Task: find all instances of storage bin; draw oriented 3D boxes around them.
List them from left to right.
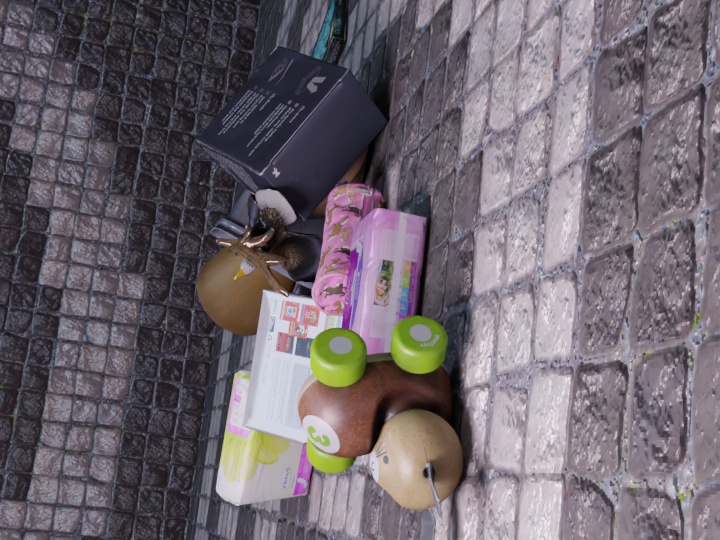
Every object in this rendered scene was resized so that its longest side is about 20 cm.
[{"bbox_3d":[-0.125,-0.077,1.721,0.135,0.199,0.145,-64,10,-9],"label":"storage bin"}]

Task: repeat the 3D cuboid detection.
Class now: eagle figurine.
[{"bbox_3d":[-0.129,-0.039,1.530,0.200,0.149,0.153,-25,-78,-70],"label":"eagle figurine"}]

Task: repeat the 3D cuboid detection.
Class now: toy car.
[{"bbox_3d":[0.033,0.175,1.002,0.201,0.156,0.165,-111,19,-44],"label":"toy car"}]

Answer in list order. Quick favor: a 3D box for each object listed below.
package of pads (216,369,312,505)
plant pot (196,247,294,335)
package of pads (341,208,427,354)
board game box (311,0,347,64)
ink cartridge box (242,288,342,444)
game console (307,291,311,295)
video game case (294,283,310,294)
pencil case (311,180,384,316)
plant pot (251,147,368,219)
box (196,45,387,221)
[{"bbox_3d":[-0.136,0.252,1.618,0.068,0.154,0.202,14,97,42],"label":"package of pads"},{"bbox_3d":[-0.200,0.000,2.082,0.200,0.185,0.188,-46,35,46],"label":"plant pot"},{"bbox_3d":[0.024,0.036,1.258,0.120,0.075,0.202,147,131,-71],"label":"package of pads"},{"bbox_3d":[-0.065,-0.437,2.078,0.200,0.028,0.136,118,158,-54],"label":"board game box"},{"bbox_3d":[-0.067,0.139,1.492,0.174,0.083,0.202,9,89,42],"label":"ink cartridge box"},{"bbox_3d":[-0.113,0.132,1.796,0.200,0.031,0.178,-40,31,53],"label":"game console"},{"bbox_3d":[-0.123,0.149,1.922,0.182,0.025,0.201,-96,20,-49],"label":"video game case"},{"bbox_3d":[-0.015,-0.030,1.405,0.201,0.082,0.087,-81,-17,-45],"label":"pencil case"},{"bbox_3d":[-0.064,-0.148,1.635,0.093,0.199,0.202,50,-151,-41],"label":"plant pot"},{"bbox_3d":[-0.102,-0.205,1.553,0.197,0.117,0.199,-50,40,-9],"label":"box"}]
